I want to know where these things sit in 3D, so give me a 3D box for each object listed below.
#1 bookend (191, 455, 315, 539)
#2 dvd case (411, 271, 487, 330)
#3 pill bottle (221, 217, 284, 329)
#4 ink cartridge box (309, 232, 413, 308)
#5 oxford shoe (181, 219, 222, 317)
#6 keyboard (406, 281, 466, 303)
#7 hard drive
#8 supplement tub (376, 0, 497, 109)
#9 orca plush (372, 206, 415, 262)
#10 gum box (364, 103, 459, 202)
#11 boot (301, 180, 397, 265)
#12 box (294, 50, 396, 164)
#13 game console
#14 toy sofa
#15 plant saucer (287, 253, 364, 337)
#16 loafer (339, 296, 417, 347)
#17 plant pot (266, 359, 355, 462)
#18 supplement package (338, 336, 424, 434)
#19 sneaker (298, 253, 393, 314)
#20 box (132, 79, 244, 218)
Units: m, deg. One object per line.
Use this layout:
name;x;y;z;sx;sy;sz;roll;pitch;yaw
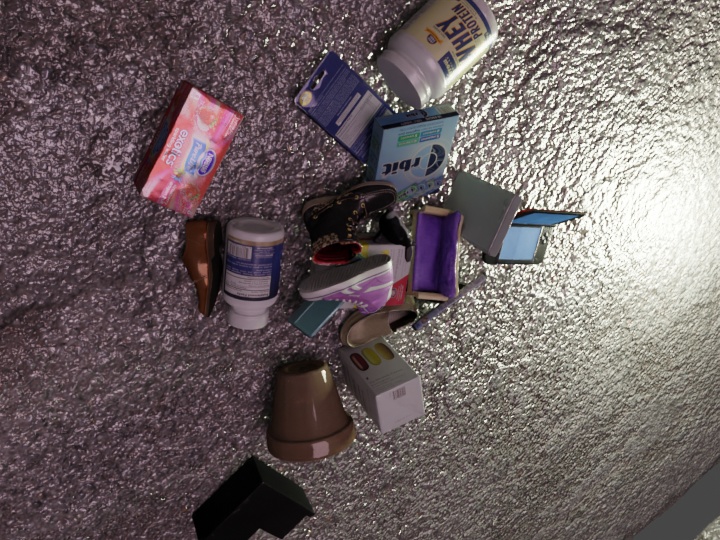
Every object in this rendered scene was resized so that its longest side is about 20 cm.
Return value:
bookend;-0.249;0.575;1.403;0.199;0.092;0.200;-45;126;-1
dvd case;0.209;0.068;1.370;0.200;0.143;0.018;-38;84;11
pill bottle;-0.211;0.007;1.152;0.110;0.111;0.202;-2;113;-27
ink cartridge box;0.000;0.000;1.275;0.198;0.083;0.146;-2;112;-26
oxford shoe;-0.305;-0.005;1.137;0.071;0.071;0.202;6;112;0
keyboard;0.169;0.025;1.415;0.199;0.040;0.104;12;129;-32
hard drive;0.250;-0.127;1.278;0.026;0.200;0.133;15;105;-31
supplement tub;0.143;-0.420;1.121;0.200;0.145;0.145;-44;125;-3
orca plush;0.064;-0.066;1.220;0.071;0.200;0.105;-35;123;8
gum box;0.098;-0.228;1.201;0.169;0.045;0.201;-16;143;-21
boot;-0.016;-0.092;1.153;0.198;0.151;0.073;-12;135;2
box;-0.028;-0.314;1.148;0.200;0.032;0.121;36;93;-36
game console;0.420;-0.078;1.439;0.198;0.119;0.174;0;112;-27
toy sofa;0.157;-0.037;1.294;0.082;0.097;0.202;6;87;-28
plant saucer;-0.057;0.051;1.209;0.200;0.019;0.070;-48;124;0
loafer;0.045;0.117;1.359;0.199;0.068;0.076;-30;123;-8
plant pot;-0.117;0.295;1.306;0.199;0.200;0.176;-10;97;-23
supplement package;0.043;0.248;1.341;0.113;0.200;0.110;-20;121;-19
sneaker;-0.022;0.050;1.174;0.199;0.073;0.115;-15;121;-19
box;-0.296;-0.207;1.019;0.102;0.095;0.201;25;99;-35
